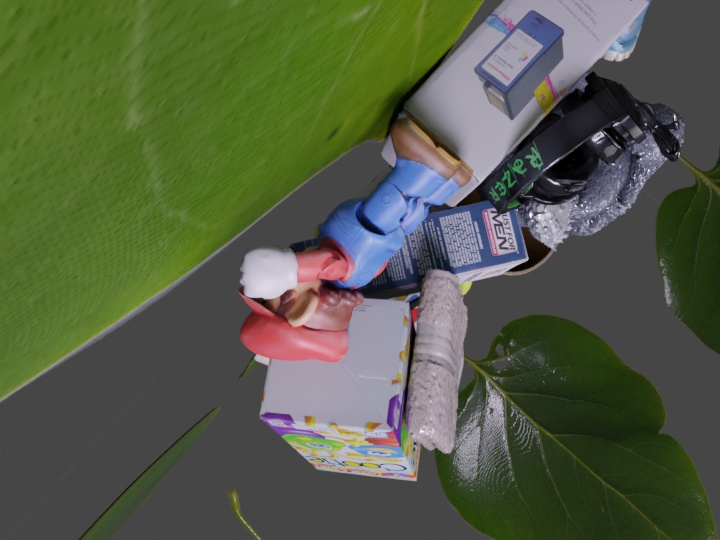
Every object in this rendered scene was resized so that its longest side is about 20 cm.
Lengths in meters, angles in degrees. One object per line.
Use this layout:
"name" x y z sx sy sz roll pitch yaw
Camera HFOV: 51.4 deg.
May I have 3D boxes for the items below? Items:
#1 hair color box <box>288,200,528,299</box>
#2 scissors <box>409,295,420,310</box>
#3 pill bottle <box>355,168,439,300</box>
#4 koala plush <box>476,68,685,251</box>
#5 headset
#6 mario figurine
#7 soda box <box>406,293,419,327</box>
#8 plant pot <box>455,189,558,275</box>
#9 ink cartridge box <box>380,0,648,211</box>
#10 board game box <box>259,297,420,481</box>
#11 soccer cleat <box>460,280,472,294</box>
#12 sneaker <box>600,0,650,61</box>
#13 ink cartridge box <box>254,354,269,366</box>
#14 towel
"hair color box" 0.039 -0.010 0.678 0.199 0.061 0.100 -12 174 -4
"scissors" 0.029 0.046 0.741 0.200 0.014 0.073 -40 144 20
"pill bottle" 0.000 0.000 0.788 0.200 0.111 0.111 -46 178 3
"koala plush" 0.190 -0.101 0.769 0.199 0.177 0.185 -26 146 -41
"headset" 0.185 -0.095 0.601 0.200 0.094 0.124 -32 171 -36
"mario figurine" -0.021 -0.024 0.524 0.200 0.123 0.106 -48 -141 11
"soda box" 0.028 0.029 0.959 0.064 0.068 0.200 -58 143 -17
"plant pot" 0.128 -0.092 0.959 0.186 0.187 0.200 -46 -155 -23
"ink cartridge box" 0.118 -0.154 0.623 0.200 0.088 0.145 -45 179 -8
"board game box" -0.004 0.108 0.647 0.200 0.104 0.104 69 27 -63
"soccer cleat" 0.110 0.012 1.038 0.083 0.065 0.200 -33 179 -20
"sneaker" 0.300 -0.328 0.821 0.090 0.078 0.201 94 12 -64
"ink cartridge box" -0.064 0.083 1.008 0.117 0.068 0.200 -48 146 6
"towel" 0.071 0.088 0.656 0.200 0.034 0.134 57 39 -71
